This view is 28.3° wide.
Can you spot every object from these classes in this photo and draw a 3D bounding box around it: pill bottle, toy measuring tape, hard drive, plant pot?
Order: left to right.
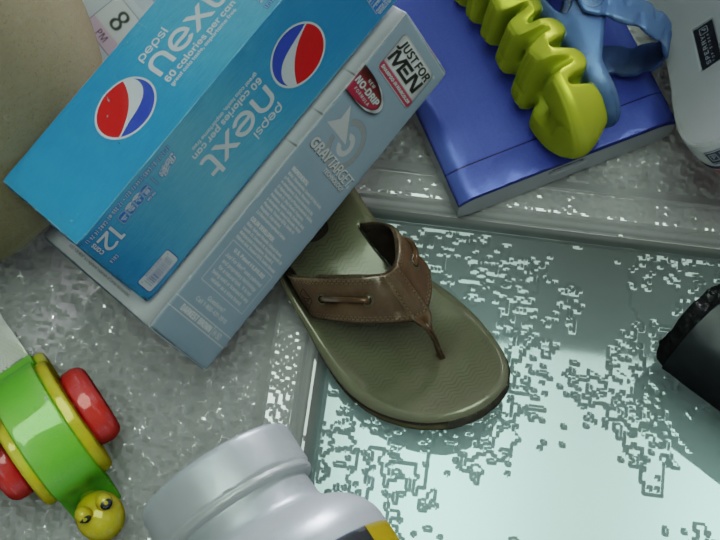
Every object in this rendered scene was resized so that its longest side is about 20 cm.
[{"bbox_3d":[-0.205,-0.083,0.732,0.134,0.200,0.201,43,74,-20],"label":"plant pot"},{"bbox_3d":[-0.180,0.052,0.730,0.073,0.074,0.200,-33,74,-10],"label":"toy measuring tape"},{"bbox_3d":[-0.015,0.175,0.653,0.112,0.112,0.200,-32,74,-10],"label":"pill bottle"},{"bbox_3d":[0.077,-0.144,0.818,0.131,0.025,0.201,-21,72,-6],"label":"hard drive"}]

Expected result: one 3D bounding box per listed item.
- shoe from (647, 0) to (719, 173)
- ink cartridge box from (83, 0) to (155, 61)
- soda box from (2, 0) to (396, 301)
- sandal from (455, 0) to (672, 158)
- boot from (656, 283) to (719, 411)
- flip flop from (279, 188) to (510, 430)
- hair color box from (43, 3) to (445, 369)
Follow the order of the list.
[{"bbox_3d":[0.216,-0.114,0.788,0.091,0.071,0.201,36,40,-30],"label":"shoe"},{"bbox_3d":[-0.110,-0.213,0.821,0.200,0.057,0.163,-41,74,1],"label":"ink cartridge box"},{"bbox_3d":[-0.073,-0.090,0.687,0.068,0.064,0.200,35,83,36],"label":"soda box"},{"bbox_3d":[0.100,-0.161,0.775,0.087,0.080,0.201,-25,81,-11],"label":"sandal"},{"bbox_3d":[0.210,0.093,0.704,0.168,0.076,0.200,39,68,9],"label":"boot"},{"bbox_3d":[0.000,0.000,0.750,0.081,0.058,0.200,-31,70,-14],"label":"flip flop"},{"bbox_3d":[-0.059,-0.060,0.741,0.099,0.061,0.200,35,84,35],"label":"hair color box"}]
